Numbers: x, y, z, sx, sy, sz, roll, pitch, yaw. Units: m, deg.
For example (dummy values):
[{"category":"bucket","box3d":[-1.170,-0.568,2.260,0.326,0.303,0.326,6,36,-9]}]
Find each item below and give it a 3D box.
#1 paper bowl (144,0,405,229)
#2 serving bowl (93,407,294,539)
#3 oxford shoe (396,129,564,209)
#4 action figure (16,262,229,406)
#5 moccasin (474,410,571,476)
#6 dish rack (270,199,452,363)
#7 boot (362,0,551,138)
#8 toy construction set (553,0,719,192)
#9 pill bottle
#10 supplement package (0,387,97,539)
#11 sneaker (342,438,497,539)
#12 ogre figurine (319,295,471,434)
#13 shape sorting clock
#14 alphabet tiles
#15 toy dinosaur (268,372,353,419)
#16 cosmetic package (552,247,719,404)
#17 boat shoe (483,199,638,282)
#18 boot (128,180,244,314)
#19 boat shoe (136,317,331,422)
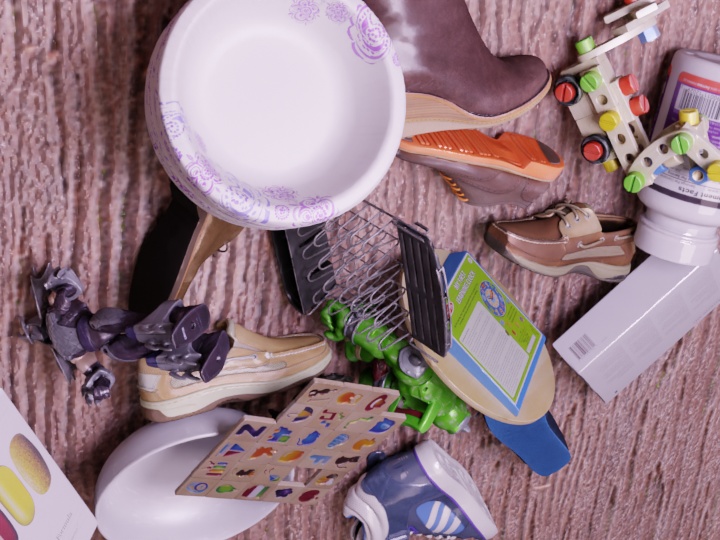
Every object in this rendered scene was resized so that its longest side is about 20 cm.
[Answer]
[{"category":"paper bowl","box3d":[-0.072,-0.133,0.933,0.199,0.104,0.202,0,89,-20]},{"category":"serving bowl","box3d":[-0.169,0.198,1.160,0.199,0.066,0.201,-15,141,-12]},{"category":"oxford shoe","box3d":[0.103,-0.094,1.111,0.199,0.071,0.073,10,125,-31]},{"category":"action figure","box3d":[-0.215,0.054,0.994,0.199,0.070,0.131,1,130,26]},{"category":"moccasin","box3d":[0.173,0.162,1.332,0.080,0.068,0.200,-28,130,2]},{"category":"dish rack","box3d":[0.000,0.000,1.041,0.054,0.200,0.154,-34,134,-26]},{"category":"boot","box3d":[0.085,-0.207,1.018,0.199,0.072,0.167,-17,126,-21]},{"category":"toy construction set","box3d":[0.261,-0.161,1.098,0.131,0.201,0.092,-19,179,40]},{"category":"pill bottle","box3d":[0.342,-0.112,1.179,0.111,0.111,0.201,1,113,-29]},{"category":"supplement package","box3d":[-0.337,0.205,1.030,0.109,0.114,0.201,0,135,22]},{"category":"sneaker","box3d":[0.060,0.282,1.354,0.146,0.081,0.200,-33,135,7]},{"category":"ogre figurine","box3d":[0.045,0.106,1.178,0.098,0.120,0.201,-37,132,-28]},{"category":"shape sorting clock","box3d":[0.114,0.063,1.147,0.199,0.201,0.039,23,133,-38]},{"category":"alphabet tiles","box3d":[-0.058,0.165,1.109,0.166,0.008,0.200,13,133,-37]},{"category":"toy dinosaur","box3d":[-0.047,0.131,1.155,0.088,0.048,0.200,-37,174,-1]},{"category":"cosmetic package","box3d":[0.320,0.052,1.315,0.200,0.052,0.151,-42,148,4]},{"category":"boat shoe","box3d":[0.212,-0.039,1.212,0.199,0.076,0.074,5,115,-40]},{"category":"boot","box3d":[-0.143,-0.021,1.033,0.075,0.074,0.201,9,116,-44]},{"category":"boat shoe","box3d":[-0.117,0.082,1.118,0.199,0.071,0.077,-16,105,-32]}]
